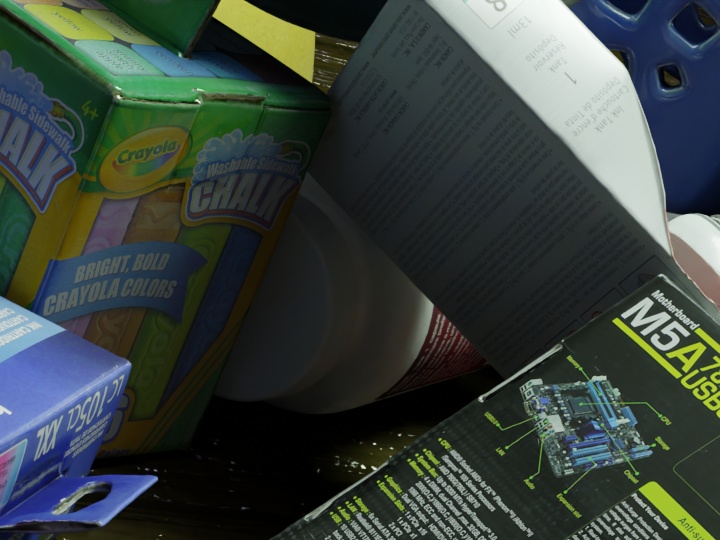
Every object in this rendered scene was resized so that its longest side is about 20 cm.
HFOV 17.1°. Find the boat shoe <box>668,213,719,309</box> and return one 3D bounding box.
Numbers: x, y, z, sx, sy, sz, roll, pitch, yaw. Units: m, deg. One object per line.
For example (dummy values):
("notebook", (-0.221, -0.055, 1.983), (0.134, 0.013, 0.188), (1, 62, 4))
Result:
("boat shoe", (0.196, 0.051, 0.963), (0.200, 0.057, 0.069), (50, -19, 6))

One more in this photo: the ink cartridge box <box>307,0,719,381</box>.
("ink cartridge box", (0.073, -0.014, 0.881), (0.200, 0.161, 0.050), (45, 65, 2))

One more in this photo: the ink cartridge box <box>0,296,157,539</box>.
("ink cartridge box", (-0.167, 0.045, 0.770), (0.200, 0.076, 0.136), (28, 19, 9))

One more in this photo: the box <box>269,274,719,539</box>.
("box", (0.073, 0.110, 0.722), (0.193, 0.048, 0.200), (-32, 39, -11))

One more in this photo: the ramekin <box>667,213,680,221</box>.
("ramekin", (0.117, -0.006, 1.217), (0.200, 0.098, 0.200), (20, 19, -7))

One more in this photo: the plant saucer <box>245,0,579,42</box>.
("plant saucer", (-0.004, -0.129, 0.887), (0.201, 0.039, 0.201), (13, -23, 6))

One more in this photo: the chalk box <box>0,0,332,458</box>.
("chalk box", (-0.106, -0.043, 0.886), (0.124, 0.200, 0.124), (34, 21, 32))

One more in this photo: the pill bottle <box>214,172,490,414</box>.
("pill bottle", (0.000, 0.000, 1.032), (0.113, 0.113, 0.200), (31, 19, 22))

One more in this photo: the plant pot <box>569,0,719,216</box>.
("plant pot", (0.167, -0.120, 1.123), (0.180, 0.200, 0.200), (37, 19, 3))

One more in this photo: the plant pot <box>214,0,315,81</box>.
("plant pot", (-0.103, -0.152, 1.291), (0.200, 0.142, 0.200), (21, 19, -7))
